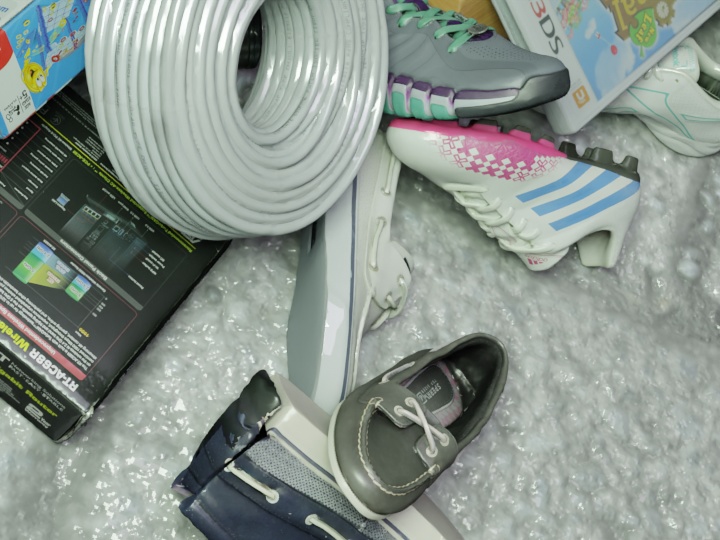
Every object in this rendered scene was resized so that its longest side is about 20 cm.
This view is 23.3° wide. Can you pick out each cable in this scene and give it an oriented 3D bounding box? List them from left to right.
[{"bbox_3d":[-0.062,-0.114,0.947,0.200,0.069,0.200,-27,122,-50],"label":"cable"}]

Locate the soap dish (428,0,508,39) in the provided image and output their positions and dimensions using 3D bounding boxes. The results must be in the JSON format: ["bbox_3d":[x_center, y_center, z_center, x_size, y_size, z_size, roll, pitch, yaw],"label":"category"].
[{"bbox_3d":[0.068,-0.229,1.150,0.200,0.081,0.157,-36,72,-30],"label":"soap dish"}]

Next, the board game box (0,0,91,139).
[{"bbox_3d":[-0.208,-0.174,0.967,0.200,0.056,0.196,20,53,33],"label":"board game box"}]

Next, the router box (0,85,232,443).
[{"bbox_3d":[-0.192,-0.025,0.979,0.200,0.062,0.150,41,58,-5],"label":"router box"}]

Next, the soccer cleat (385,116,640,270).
[{"bbox_3d":[0.099,-0.046,1.100,0.200,0.070,0.087,10,93,-34],"label":"soccer cleat"}]

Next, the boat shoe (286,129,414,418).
[{"bbox_3d":[0.000,0.000,1.058,0.070,0.071,0.200,13,59,-17],"label":"boat shoe"}]

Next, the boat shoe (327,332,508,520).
[{"bbox_3d":[0.036,0.078,0.988,0.067,0.057,0.200,52,22,0],"label":"boat shoe"}]

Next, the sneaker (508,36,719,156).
[{"bbox_3d":[0.185,-0.138,1.189,0.200,0.080,0.071,12,67,-18],"label":"sneaker"}]

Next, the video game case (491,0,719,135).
[{"bbox_3d":[0.154,-0.215,1.114,0.200,0.022,0.182,-40,113,-30],"label":"video game case"}]

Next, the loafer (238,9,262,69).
[{"bbox_3d":[-0.116,-0.208,1.088,0.072,0.073,0.200,-15,67,-19],"label":"loafer"}]

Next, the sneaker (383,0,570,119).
[{"bbox_3d":[0.034,-0.140,1.046,0.074,0.200,0.088,-22,113,-48],"label":"sneaker"}]

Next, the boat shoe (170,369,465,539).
[{"bbox_3d":[-0.018,0.147,0.998,0.093,0.075,0.200,-45,113,5],"label":"boat shoe"}]
